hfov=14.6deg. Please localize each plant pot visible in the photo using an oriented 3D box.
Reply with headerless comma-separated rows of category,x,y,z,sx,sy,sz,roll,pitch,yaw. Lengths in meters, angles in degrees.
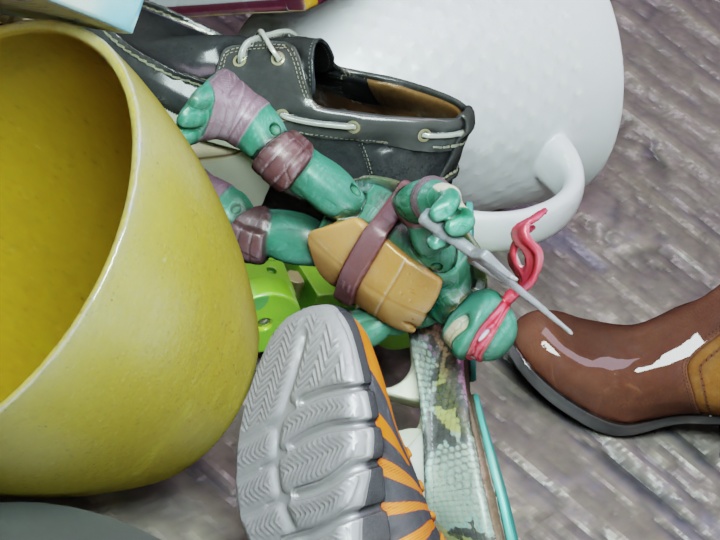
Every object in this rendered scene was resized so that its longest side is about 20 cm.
plant pot,-0.125,0.016,1.183,0.142,0.200,0.200,36,18,-43

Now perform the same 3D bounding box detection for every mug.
mug,0.038,-0.083,1.466,0.175,0.148,0.200,-9,47,-30

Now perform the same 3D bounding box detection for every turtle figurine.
turtle figurine,0.000,0.000,1.249,0.199,0.150,0.101,33,29,10

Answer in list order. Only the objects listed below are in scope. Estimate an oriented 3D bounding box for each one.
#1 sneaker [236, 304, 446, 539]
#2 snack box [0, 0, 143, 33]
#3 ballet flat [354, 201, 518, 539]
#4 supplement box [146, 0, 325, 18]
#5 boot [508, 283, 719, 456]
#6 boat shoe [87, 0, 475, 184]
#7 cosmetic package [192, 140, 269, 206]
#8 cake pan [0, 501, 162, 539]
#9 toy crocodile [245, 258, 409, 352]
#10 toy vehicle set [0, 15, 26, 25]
sneaker,0.015,0.116,1.189,0.112,0.077,0.201,6,72,-44
snack box,-0.174,-0.140,1.192,0.116,0.037,0.200,19,-1,-25
ballet flat,0.030,0.059,1.302,0.071,0.069,0.201,-8,70,0
supplement box,-0.027,-0.197,1.431,0.110,0.086,0.200,1,22,34
boot,0.191,0.001,1.404,0.187,0.201,0.069,21,32,-10
boat shoe,-0.041,-0.092,1.355,0.199,0.068,0.072,24,35,-1
cosmetic package,-0.149,-0.060,1.360,0.199,0.073,0.104,-6,44,-41
cake pan,-0.111,0.162,1.095,0.199,0.037,0.201,19,32,-13
toy crocodile,-0.026,0.013,1.367,0.199,0.062,0.068,1,40,-29
toy vehicle set,-0.241,-0.126,1.272,0.199,0.027,0.125,15,31,-30
